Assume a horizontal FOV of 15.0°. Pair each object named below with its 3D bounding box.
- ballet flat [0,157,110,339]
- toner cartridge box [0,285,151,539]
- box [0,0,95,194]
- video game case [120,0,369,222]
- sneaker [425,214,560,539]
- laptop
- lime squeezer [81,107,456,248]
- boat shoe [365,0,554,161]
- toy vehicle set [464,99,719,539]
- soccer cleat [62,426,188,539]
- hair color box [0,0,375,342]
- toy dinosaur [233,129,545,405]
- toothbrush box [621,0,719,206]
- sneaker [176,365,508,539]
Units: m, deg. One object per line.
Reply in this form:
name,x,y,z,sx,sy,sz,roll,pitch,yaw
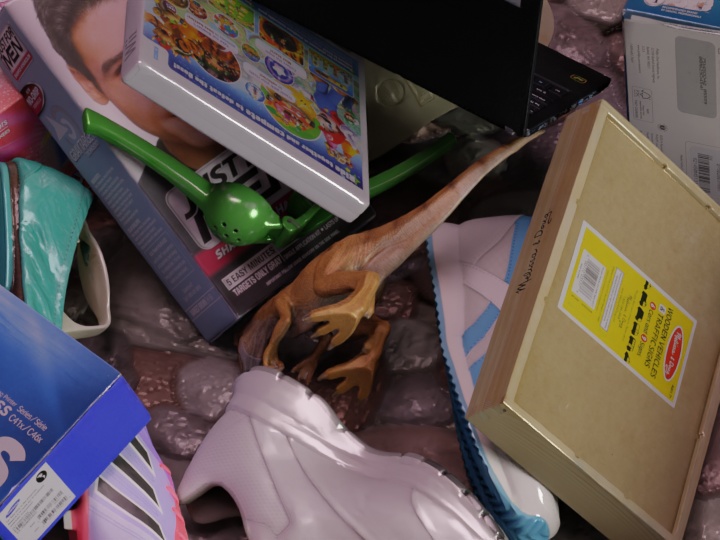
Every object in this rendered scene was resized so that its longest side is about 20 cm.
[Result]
ballet flat,-0.161,0.035,1.398,0.070,0.067,0.201,11,62,-20
toner cartridge box,-0.203,0.048,1.330,0.200,0.043,0.095,32,72,34
box,-0.176,-0.103,1.506,0.200,0.103,0.095,-37,53,-24
video game case,-0.057,-0.124,1.390,0.018,0.143,0.200,-43,29,29
sneaker,0.081,0.047,1.345,0.080,0.077,0.200,-8,49,1
laptop,0.033,-0.151,1.356,0.177,0.104,0.200,29,25,15
lime squeezer,-0.042,-0.042,1.388,0.199,0.038,0.071,2,44,-18
boat shoe,0.011,-0.108,1.510,0.201,0.074,0.063,-24,12,0
toy vehicle set,0.127,0.027,1.329,0.026,0.124,0.200,-26,32,43
soccer cleat,-0.104,0.141,1.301,0.076,0.067,0.200,-2,50,-1
hair color box,-0.095,-0.075,1.423,0.099,0.061,0.200,-37,89,-23
toy dinosaur,0.000,0.000,1.344,0.200,0.060,0.106,-34,33,24
toothbrush box,0.211,-0.142,1.447,0.085,0.147,0.200,13,50,19
sneaker,-0.002,0.124,1.305,0.200,0.075,0.087,26,69,36
